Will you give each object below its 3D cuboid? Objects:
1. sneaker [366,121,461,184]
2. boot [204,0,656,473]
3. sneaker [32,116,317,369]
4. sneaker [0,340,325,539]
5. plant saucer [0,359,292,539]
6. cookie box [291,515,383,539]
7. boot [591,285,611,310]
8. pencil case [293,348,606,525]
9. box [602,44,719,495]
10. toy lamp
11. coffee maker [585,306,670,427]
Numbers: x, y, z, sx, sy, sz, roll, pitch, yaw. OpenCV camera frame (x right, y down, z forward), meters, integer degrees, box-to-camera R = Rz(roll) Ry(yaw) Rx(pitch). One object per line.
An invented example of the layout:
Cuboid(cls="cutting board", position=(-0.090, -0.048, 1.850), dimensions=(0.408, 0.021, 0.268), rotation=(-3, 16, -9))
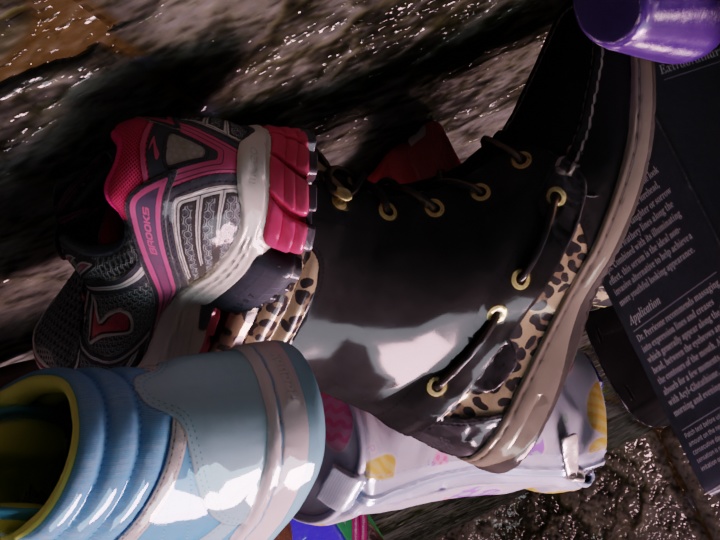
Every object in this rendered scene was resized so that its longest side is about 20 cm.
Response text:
Cuboid(cls="sneaker", position=(0.000, 0.000, 1.009), dimensions=(0.115, 0.078, 0.200), rotation=(-26, 167, -5))
Cuboid(cls="boot", position=(0.025, -0.029, 0.872), dimensions=(0.150, 0.200, 0.073), rotation=(16, -172, -22))
Cuboid(cls="sneaker", position=(-0.086, -0.009, 0.823), dimensions=(0.075, 0.081, 0.200), rotation=(12, 152, -22))
Cuboid(cls="sneaker", position=(-0.106, 0.100, 0.824), dimensions=(0.130, 0.080, 0.200), rotation=(1, 134, -30))
Cuboid(cls="plant saucer", position=(-0.128, 0.112, 0.967), dimensions=(0.200, 0.200, 0.037), rotation=(-21, 148, -22))
Cuboid(cls="cookie box", position=(-0.085, 0.156, 1.158), dimensions=(0.171, 0.200, 0.075), rotation=(-27, -159, 8))
Cuboid(cls="boot", position=(0.167, -0.028, 1.255), dimensions=(0.203, 0.074, 0.154), rotation=(-27, 172, 40))
Cuboid(cls="pencil case", position=(0.038, 0.080, 1.098), dimensions=(0.200, 0.091, 0.083), rotation=(0, 144, -45))
Cuboid(cls="box", position=(0.203, -0.018, 1.053), dimensions=(0.148, 0.200, 0.107), rotation=(-19, 167, -27))
Cuboid(cls="toy lamp", position=(0.158, -0.118, 0.882), dimensions=(0.200, 0.058, 0.058), rotation=(-17, 166, -46))
Cuboid(cls="coffee maker", position=(0.246, 0.018, 1.547), dimensions=(0.192, 0.135, 0.200), rotation=(7, 153, -25))
